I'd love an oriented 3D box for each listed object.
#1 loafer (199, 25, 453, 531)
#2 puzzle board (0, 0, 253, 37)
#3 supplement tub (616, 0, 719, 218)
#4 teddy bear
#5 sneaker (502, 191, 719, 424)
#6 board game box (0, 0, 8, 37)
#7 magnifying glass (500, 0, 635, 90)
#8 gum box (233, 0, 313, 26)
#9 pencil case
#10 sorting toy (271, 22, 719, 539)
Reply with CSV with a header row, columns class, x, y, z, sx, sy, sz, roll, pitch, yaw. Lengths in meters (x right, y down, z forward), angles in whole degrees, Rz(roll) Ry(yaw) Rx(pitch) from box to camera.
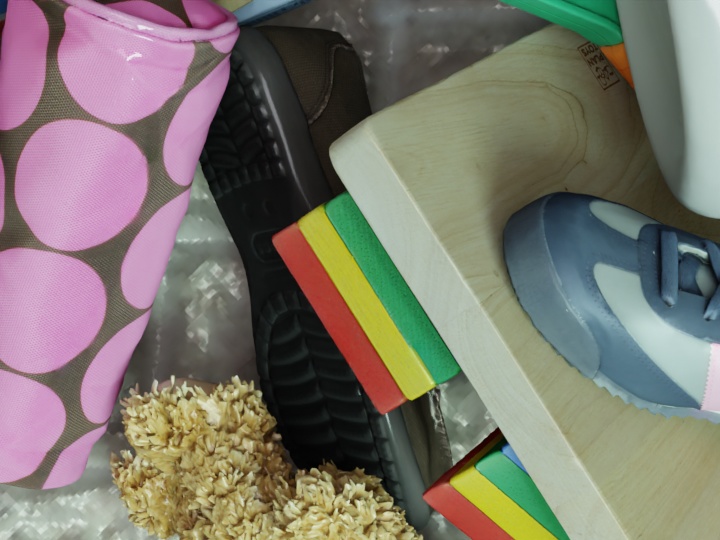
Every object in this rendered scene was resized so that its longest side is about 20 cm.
class,x,y,z,sx,sy,sz,roll,pitch,yaw
loafer,0.000,0.000,0.904,0.071,0.073,0.201,-25,107,-35
puzzle board,-0.090,-0.153,0.880,0.200,0.017,0.151,-26,93,36
supplement tub,0.189,-0.104,0.808,0.199,0.145,0.146,-12,94,0
teddy bear,-0.015,0.116,0.887,0.200,0.145,0.067,45,54,-1
sneaker,0.139,0.015,0.801,0.200,0.070,0.082,25,138,-29
board game box,-0.163,-0.073,0.820,0.040,0.200,0.153,30,123,-1
magnifying glass,0.080,-0.102,0.877,0.200,0.022,0.080,45,61,-28
gum box,0.000,-0.199,0.905,0.199,0.045,0.171,-22,93,3
pencil case,-0.113,-0.022,0.878,0.090,0.094,0.201,5,121,-37
sorting toy,0.072,0.027,0.855,0.069,0.200,0.199,-33,90,30
